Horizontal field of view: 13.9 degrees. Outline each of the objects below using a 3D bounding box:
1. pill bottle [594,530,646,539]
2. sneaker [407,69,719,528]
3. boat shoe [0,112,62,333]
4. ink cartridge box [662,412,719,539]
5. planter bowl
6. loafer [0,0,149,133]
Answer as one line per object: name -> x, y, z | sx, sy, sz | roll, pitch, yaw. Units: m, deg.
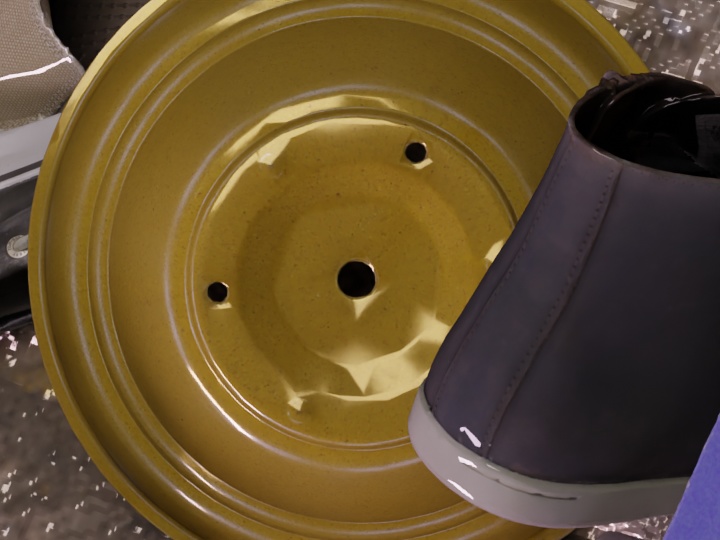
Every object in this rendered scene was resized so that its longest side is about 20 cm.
pill bottle -> 0.148, 0.130, 0.769 | 0.200, 0.111, 0.111 | 16, 75, 20
sneaker -> 0.108, 0.002, 0.773 | 0.075, 0.200, 0.106 | 41, 123, 30
boat shoe -> -0.074, -0.014, 0.907 | 0.200, 0.071, 0.064 | -17, 70, 14
ink cartridge box -> 0.135, 0.160, 0.696 | 0.200, 0.047, 0.198 | 26, 115, 13
planter bowl -> 0.000, 0.000, 0.827 | 0.200, 0.083, 0.200 | 0, 93, 2
loafer -> -0.100, -0.079, 0.933 | 0.200, 0.068, 0.076 | -10, 68, 11
